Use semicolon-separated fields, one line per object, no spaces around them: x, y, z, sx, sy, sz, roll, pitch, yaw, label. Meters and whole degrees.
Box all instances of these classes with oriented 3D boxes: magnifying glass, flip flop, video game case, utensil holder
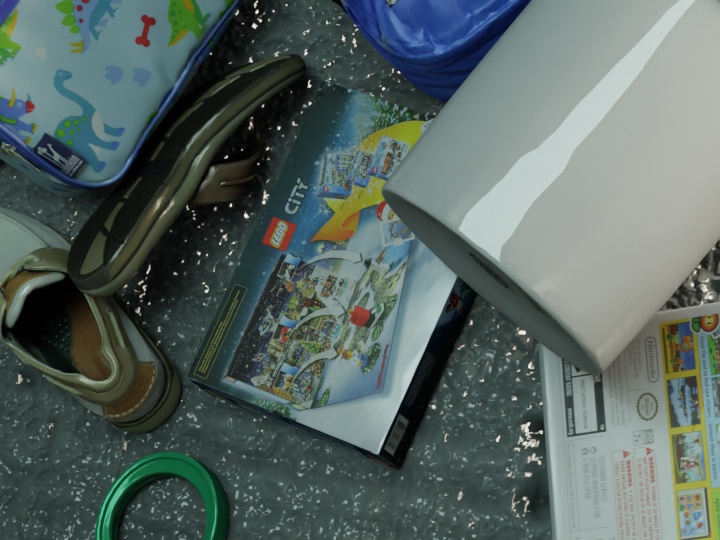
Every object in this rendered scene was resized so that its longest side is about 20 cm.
-0.136;0.203;1.417;0.079;0.022;0.200;14;76;26;magnifying glass
-0.100;-0.055;1.467;0.081;0.058;0.200;-2;47;56;flip flop
0.191;0.115;1.310;0.182;0.023;0.201;-10;67;19;video game case
0.132;-0.069;1.310;0.170;0.170;0.200;39;85;29;utensil holder

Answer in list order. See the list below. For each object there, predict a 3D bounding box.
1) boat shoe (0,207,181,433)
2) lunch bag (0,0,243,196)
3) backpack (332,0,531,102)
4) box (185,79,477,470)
-0.191;0.018;1.477;0.200;0.068;0.075;37;88;29;boat shoe
-0.174;-0.158;1.476;0.161;0.082;0.200;38;77;-13;lunch bag
0.039;-0.203;1.410;0.162;0.168;0.200;-38;65;13;backpack
0.000;0.000;1.422;0.136;0.038;0.200;20;80;27;box
